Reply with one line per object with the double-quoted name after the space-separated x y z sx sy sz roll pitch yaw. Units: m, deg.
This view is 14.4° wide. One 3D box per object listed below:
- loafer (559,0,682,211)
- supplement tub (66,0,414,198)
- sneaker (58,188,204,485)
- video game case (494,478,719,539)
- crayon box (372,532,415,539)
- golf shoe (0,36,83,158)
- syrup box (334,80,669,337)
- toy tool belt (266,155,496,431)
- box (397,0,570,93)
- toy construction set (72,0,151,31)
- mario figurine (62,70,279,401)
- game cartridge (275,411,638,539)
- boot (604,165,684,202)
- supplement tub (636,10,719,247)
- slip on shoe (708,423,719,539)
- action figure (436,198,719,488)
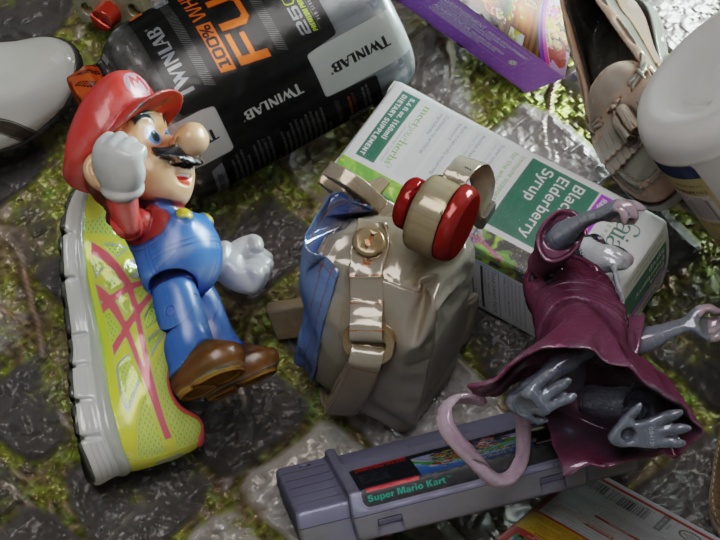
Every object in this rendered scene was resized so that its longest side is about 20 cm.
0.158 -0.112 1.757 0.072 0.063 0.200 -45 30 24 "loafer"
-0.076 -0.126 1.801 0.199 0.123 0.123 -29 62 -6 "supplement tub"
-0.137 0.032 1.751 0.090 0.078 0.201 -7 70 -3 "sneaker"
0.146 0.180 1.610 0.142 0.018 0.200 28 26 18 "video game case"
0.061 0.243 1.598 0.199 0.051 0.128 28 97 19 "crayon box"
-0.269 -0.114 1.805 0.199 0.095 0.078 -20 59 -13 "golf shoe"
0.086 -0.027 1.765 0.199 0.082 0.079 28 66 19 "syrup box"
0.000 0.000 1.688 0.122 0.201 0.125 24 54 14 "toy tool belt"
0.090 -0.235 1.860 0.039 0.137 0.201 -20 48 44 "box"
-0.108 -0.238 1.886 0.131 0.092 0.201 19 63 24 "toy construction set"
-0.102 -0.030 1.683 0.106 0.123 0.201 -21 80 -17 "mario figurine"
0.054 0.114 1.665 0.199 0.130 0.039 -14 95 -5 "game cartridge"
0.248 -0.098 1.767 0.199 0.132 0.070 6 61 7 "boot"
0.268 -0.052 1.646 0.144 0.200 0.145 -33 24 17 "supplement tub"
0.252 0.069 1.711 0.076 0.061 0.201 16 62 12 "slip on shoe"
0.126 0.042 1.625 0.148 0.134 0.200 -32 28 13 "action figure"
